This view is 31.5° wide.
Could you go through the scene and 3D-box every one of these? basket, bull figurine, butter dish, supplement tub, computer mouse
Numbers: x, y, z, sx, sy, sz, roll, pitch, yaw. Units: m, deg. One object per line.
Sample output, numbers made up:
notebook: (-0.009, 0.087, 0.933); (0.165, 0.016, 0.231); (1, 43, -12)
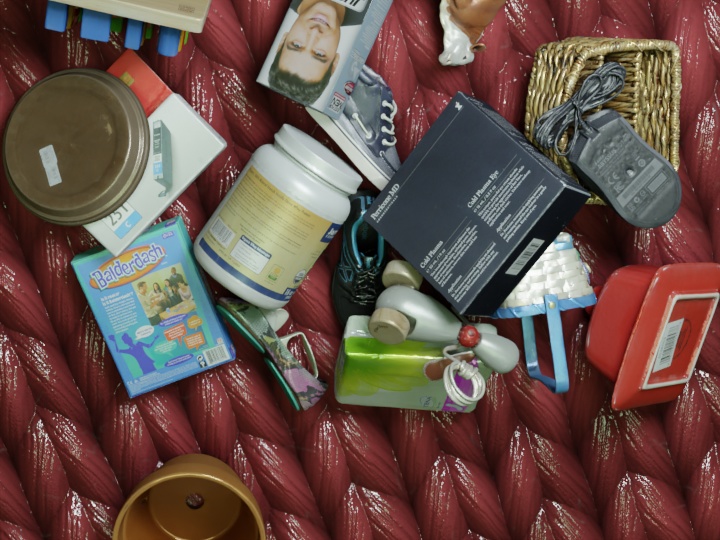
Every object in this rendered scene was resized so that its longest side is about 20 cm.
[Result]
basket: (0.230, 0.050, 1.646); (0.138, 0.176, 0.201); (-4, 95, -6)
bull figurine: (0.142, -0.350, 1.578); (0.200, 0.065, 0.121); (-51, 128, 0)
butter dish: (0.362, 0.065, 1.684); (0.199, 0.147, 0.201); (-2, 113, -49)
basket: (0.297, -0.183, 1.575); (0.142, 0.148, 0.201); (-17, 113, -45)
supplement tub: (-0.102, -0.068, 1.607); (0.144, 0.144, 0.200); (34, 101, -12)
computer mouse: (0.306, -0.138, 1.534); (0.138, 0.053, 0.200); (-41, 101, -3)

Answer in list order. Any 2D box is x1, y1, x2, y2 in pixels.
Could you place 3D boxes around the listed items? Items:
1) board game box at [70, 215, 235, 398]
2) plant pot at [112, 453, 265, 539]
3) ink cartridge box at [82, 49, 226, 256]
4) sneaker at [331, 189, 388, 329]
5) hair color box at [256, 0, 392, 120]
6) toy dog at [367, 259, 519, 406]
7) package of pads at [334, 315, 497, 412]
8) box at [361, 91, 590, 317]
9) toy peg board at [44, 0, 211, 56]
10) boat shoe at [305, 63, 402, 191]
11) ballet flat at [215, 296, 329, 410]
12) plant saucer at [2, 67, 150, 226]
board game box: (-0.269, 0.048, 1.679); (0.151, 0.045, 0.201); (-20, 106, 2)
plant pot: (-0.225, 0.335, 1.713); (0.199, 0.140, 0.201); (-1, 106, -4)
ink cartridge box: (-0.298, -0.149, 1.601); (0.176, 0.045, 0.200); (45, 94, -5)
sneaker: (0.000, 0.000, 1.665); (0.073, 0.082, 0.201); (-3, 107, -5)
hair color box: (-0.036, -0.297, 1.559); (0.099, 0.061, 0.201); (26, 95, 18)
toy dog: (0.087, 0.080, 1.577); (0.200, 0.096, 0.132); (46, 59, 2)
package of pads: (0.068, 0.124, 1.675); (0.199, 0.069, 0.155); (5, 149, -6)
box: (0.139, -0.078, 1.546); (0.182, 0.104, 0.200); (45, 106, 22)
toy peg board: (-0.280, -0.307, 1.512); (0.199, 0.200, 0.098); (11, 120, -7)
boat shoe: (0.022, -0.179, 1.619); (0.093, 0.075, 0.200); (-41, 104, 15)
ballet flat: (-0.111, 0.097, 1.699); (0.071, 0.069, 0.200); (-40, 109, -11)
plant saucer: (-0.356, -0.156, 1.579); (0.199, 0.029, 0.202); (-2, 83, 13)
